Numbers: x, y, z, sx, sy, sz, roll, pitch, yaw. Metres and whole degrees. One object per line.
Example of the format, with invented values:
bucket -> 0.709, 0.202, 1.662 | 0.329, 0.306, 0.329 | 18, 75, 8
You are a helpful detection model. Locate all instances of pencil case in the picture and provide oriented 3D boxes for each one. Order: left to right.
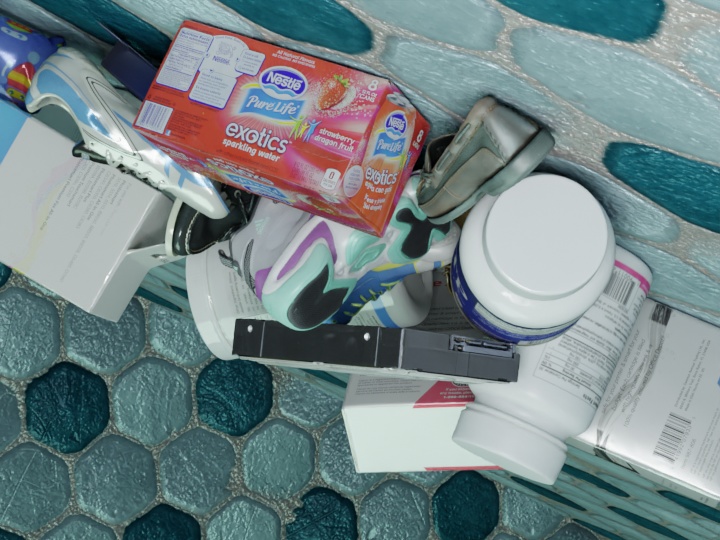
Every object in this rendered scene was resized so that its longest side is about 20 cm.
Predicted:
pencil case -> -0.361, -0.215, 1.806 | 0.200, 0.087, 0.078 | 25, 129, -8

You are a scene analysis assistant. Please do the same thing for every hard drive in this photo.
hard drive -> 0.011, 0.066, 1.603 | 0.200, 0.038, 0.140 | 1, 174, 45

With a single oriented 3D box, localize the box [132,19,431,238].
box -> -0.060, -0.110, 1.526 | 0.200, 0.100, 0.095 | 19, 170, 29

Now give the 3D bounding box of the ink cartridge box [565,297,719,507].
ink cartridge box -> 0.261, 0.108, 1.802 | 0.200, 0.145, 0.084 | 23, 172, 11

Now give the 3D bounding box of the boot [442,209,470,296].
boot -> 0.095, -0.018, 1.738 | 0.074, 0.076, 0.200 | 22, 168, 47

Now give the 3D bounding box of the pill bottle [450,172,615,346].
pill bottle -> 0.133, -0.011, 1.526 | 0.120, 0.120, 0.200 | 24, 171, 3

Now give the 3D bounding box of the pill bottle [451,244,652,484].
pill bottle -> 0.159, 0.071, 1.673 | 0.113, 0.200, 0.113 | 24, 171, 4

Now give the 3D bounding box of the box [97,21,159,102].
box -> -0.145, -0.130, 1.691 | 0.200, 0.032, 0.121 | 40, 179, 27

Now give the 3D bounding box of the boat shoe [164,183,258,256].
boat shoe -> -0.108, -0.064, 1.765 | 0.066, 0.075, 0.199 | 18, -152, 14

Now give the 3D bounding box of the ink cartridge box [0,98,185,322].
ink cartridge box -> -0.260, -0.046, 1.771 | 0.200, 0.125, 0.129 | 31, 178, 7

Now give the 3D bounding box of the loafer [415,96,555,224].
loafer -> 0.080, -0.086, 1.452 | 0.063, 0.072, 0.200 | 46, 161, -6

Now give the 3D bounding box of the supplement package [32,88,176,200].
supplement package -> -0.279, -0.119, 2.013 | 0.200, 0.117, 0.117 | 15, 168, 46

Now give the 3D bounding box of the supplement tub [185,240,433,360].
supplement tub -> -0.045, 0.003, 1.817 | 0.200, 0.132, 0.132 | -11, 158, 19

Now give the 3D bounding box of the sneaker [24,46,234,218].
sneaker -> -0.192, -0.104, 1.658 | 0.200, 0.073, 0.072 | 38, 177, -1

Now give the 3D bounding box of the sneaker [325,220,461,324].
sneaker -> 0.000, 0.000, 1.698 | 0.200, 0.076, 0.105 | 1, 129, 22

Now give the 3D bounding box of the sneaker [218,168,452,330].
sneaker -> -0.024, -0.050, 1.588 | 0.140, 0.200, 0.078 | 39, 150, 36

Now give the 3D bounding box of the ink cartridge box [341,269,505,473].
ink cartridge box -> 0.074, 0.090, 1.832 | 0.145, 0.200, 0.084 | -3, 126, 13
